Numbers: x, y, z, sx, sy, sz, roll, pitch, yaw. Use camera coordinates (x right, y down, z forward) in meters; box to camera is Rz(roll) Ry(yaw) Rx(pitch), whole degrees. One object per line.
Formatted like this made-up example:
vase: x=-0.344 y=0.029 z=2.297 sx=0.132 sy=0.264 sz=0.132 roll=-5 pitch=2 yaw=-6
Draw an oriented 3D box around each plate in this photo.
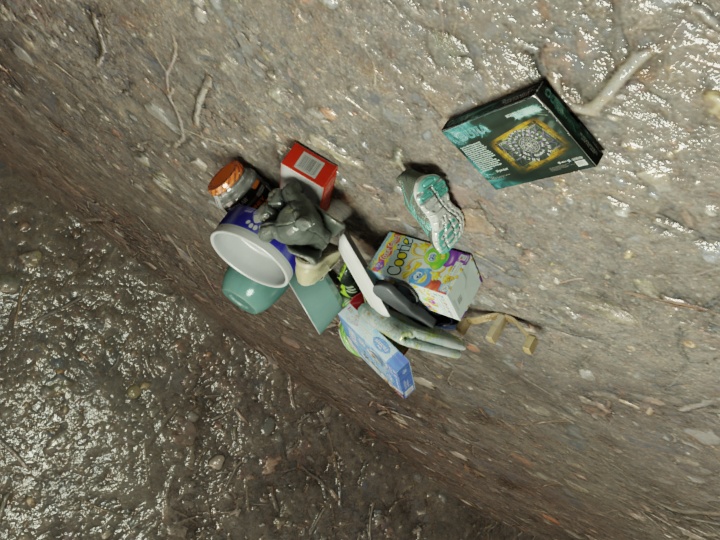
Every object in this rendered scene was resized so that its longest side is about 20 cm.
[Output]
plate: x=0.000 y=0.000 z=1.467 sx=0.200 sy=0.032 sz=0.200 roll=61 pitch=-177 yaw=-10

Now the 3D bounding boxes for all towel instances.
towel: x=0.112 y=0.130 z=1.481 sx=0.200 sy=0.048 sz=0.171 roll=18 pitch=-176 yaw=-37

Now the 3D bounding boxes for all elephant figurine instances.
elephant figurine: x=-0.101 y=-0.083 z=1.376 sx=0.141 sy=0.155 sz=0.200 roll=-26 pitch=142 yaw=26

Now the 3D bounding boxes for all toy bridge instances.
toy bridge: x=0.297 y=0.125 z=1.468 sx=0.200 sy=0.067 sz=0.027 roll=14 pitch=152 yaw=45

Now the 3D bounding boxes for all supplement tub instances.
supplement tub: x=-0.253 y=-0.153 z=1.581 sx=0.200 sy=0.123 sz=0.122 roll=45 pitch=157 yaw=-30

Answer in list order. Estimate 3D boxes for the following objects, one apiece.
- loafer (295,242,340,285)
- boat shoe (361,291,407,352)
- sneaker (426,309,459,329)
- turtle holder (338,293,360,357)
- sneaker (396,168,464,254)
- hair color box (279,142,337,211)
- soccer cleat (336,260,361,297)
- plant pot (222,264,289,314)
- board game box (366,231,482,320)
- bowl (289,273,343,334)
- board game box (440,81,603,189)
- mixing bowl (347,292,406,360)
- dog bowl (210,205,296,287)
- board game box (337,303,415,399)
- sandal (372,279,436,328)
loafer: x=-0.098 y=-0.019 z=1.492 sx=0.076 sy=0.068 sz=0.200 roll=23 pitch=-160 yaw=13
boat shoe: x=0.045 y=0.107 z=1.601 sx=0.066 sy=0.072 sz=0.201 roll=-33 pitch=81 yaw=60
sneaker: x=0.146 y=0.068 z=1.562 sx=0.200 sy=0.070 sz=0.078 roll=29 pitch=166 yaw=16
turtle holder: x=-0.008 y=0.159 z=1.903 sx=0.185 sy=0.141 sz=0.132 roll=31 pitch=177 yaw=-13
sneaker: x=0.124 y=-0.111 z=1.214 sx=0.091 sy=0.078 sz=0.200 roll=37 pitch=163 yaw=41
hair color box: x=-0.112 y=-0.174 z=1.412 sx=0.101 sy=0.061 sz=0.200 roll=31 pitch=159 yaw=2
soccer cleat: x=-0.013 y=0.023 z=1.723 sx=0.081 sy=0.068 sz=0.200 roll=17 pitch=162 yaw=7
plant pot: x=-0.323 y=0.033 z=2.052 sx=0.200 sy=0.161 sz=0.201 roll=29 pitch=159 yaw=12
board game box: x=0.132 y=0.009 z=1.401 sx=0.200 sy=0.103 sz=0.105 roll=19 pitch=156 yaw=34
bowl: x=-0.119 y=0.061 z=1.836 sx=0.201 sy=0.105 sz=0.201 roll=58 pitch=175 yaw=9
board game box: x=0.219 y=-0.181 z=0.947 sx=0.135 sy=0.028 sz=0.200 roll=42 pitch=159 yaw=-21
mixing bowl: x=0.070 y=0.135 z=1.718 sx=0.200 sy=0.108 sz=0.201 roll=19 pitch=119 yaw=39
dog bowl: x=-0.229 y=-0.051 z=1.508 sx=0.200 sy=0.079 sz=0.200 roll=24 pitch=154 yaw=12
board game box: x=0.040 y=0.193 z=1.587 sx=0.199 sy=0.043 sz=0.200 roll=43 pitch=166 yaw=26
sandal: x=0.090 y=0.060 z=1.377 sx=0.076 sy=0.043 sz=0.200 roll=17 pitch=166 yaw=39
